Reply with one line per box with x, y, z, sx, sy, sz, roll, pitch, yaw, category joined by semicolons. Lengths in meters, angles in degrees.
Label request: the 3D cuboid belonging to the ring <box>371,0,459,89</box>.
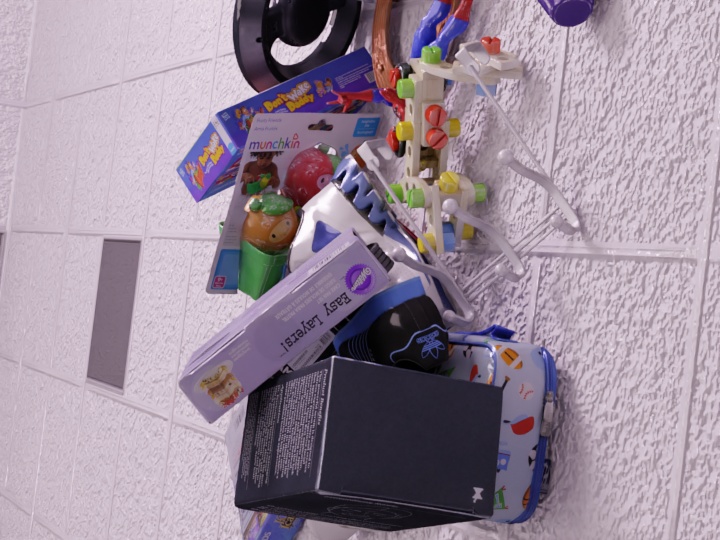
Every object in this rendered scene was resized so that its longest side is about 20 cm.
0.059;-0.261;1.788;0.200;0.019;0.201;-172;90;-67;ring

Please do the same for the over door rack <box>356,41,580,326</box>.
0.080;-0.074;1.506;0.148;0.067;0.200;-42;62;30;over door rack

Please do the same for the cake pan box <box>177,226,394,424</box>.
-0.062;0.039;1.521;0.200;0.052;0.184;-39;7;0;cake pan box

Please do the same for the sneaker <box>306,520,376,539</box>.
0.001;0.221;1.714;0.200;0.070;0.080;124;143;-46;sneaker

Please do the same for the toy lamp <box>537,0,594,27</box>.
0.160;-0.287;1.509;0.058;0.058;0.200;122;148;-46;toy lamp

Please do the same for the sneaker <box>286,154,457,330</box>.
0.000;-0.001;1.660;0.115;0.081;0.200;-36;63;5;sneaker

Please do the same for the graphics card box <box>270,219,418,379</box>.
-0.036;0.031;1.756;0.200;0.051;0.125;-51;20;-10;graphics card box

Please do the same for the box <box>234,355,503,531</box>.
0.003;0.144;1.433;0.200;0.148;0.107;156;123;-65;box

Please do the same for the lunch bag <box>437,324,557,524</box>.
0.098;0.125;1.506;0.200;0.075;0.161;-178;98;-68;lunch bag

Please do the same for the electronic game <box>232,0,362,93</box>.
-0.064;-0.276;1.884;0.042;0.200;0.200;21;105;34;electronic game

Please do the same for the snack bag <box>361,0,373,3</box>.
-0.028;-0.373;1.824;0.021;0.200;0.189;23;106;38;snack bag

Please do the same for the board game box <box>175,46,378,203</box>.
-0.084;-0.153;1.873;0.045;0.200;0.134;57;147;7;board game box

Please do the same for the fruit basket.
-0.061;-0.066;1.827;0.094;0.185;0.200;40;119;35;fruit basket

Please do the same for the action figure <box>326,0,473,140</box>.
0.039;-0.196;1.680;0.065;0.099;0.200;54;139;43;action figure

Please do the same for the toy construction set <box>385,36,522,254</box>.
0.075;-0.124;1.610;0.131;0.092;0.200;-124;46;-60;toy construction set

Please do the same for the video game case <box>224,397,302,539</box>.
-0.090;0.193;1.969;0.181;0.045;0.200;-103;29;-42;video game case

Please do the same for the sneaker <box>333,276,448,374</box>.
0.028;0.070;1.526;0.200;0.070;0.078;118;129;-72;sneaker
